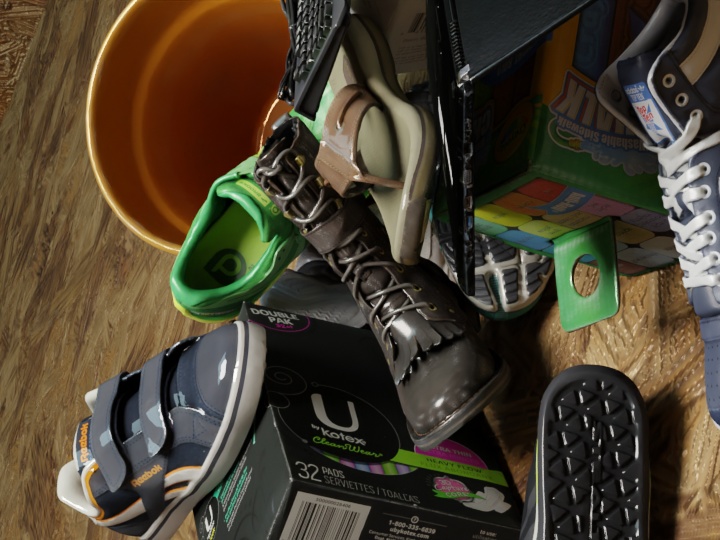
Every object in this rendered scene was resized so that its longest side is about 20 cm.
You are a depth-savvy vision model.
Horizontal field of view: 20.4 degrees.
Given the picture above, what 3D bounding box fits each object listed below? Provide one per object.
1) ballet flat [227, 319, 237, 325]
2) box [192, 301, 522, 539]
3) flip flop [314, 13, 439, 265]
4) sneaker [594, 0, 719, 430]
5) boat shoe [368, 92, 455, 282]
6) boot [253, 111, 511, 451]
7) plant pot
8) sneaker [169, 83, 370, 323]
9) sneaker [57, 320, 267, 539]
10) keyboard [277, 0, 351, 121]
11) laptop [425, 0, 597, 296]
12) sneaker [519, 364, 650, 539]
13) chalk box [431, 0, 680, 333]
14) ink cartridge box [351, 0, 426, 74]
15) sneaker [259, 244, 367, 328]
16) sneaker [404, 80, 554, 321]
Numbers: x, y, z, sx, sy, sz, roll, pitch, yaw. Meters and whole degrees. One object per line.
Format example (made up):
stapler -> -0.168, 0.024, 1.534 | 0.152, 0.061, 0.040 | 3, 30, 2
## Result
ballet flat -> -0.071, 0.123, 1.316 | 0.068, 0.067, 0.201 | -103, -7, -59
box -> -0.010, 0.130, 1.175 | 0.200, 0.147, 0.125 | -111, 40, -61
flip flop -> -0.001, -0.074, 1.087 | 0.201, 0.057, 0.082 | -111, 24, -48
sneaker -> 0.155, -0.032, 0.896 | 0.070, 0.108, 0.202 | 168, 116, -69
boat shoe -> 0.026, -0.023, 1.316 | 0.071, 0.069, 0.202 | 143, 138, -59
boot -> 0.000, 0.000, 1.128 | 0.069, 0.174, 0.200 | -38, 19, 8
plant pot -> -0.060, -0.101, 1.399 | 0.198, 0.183, 0.202 | -3, 84, 27
sneaker -> -0.045, -0.046, 1.236 | 0.201, 0.074, 0.084 | -52, -5, 5
sneaker -> -0.120, 0.095, 1.169 | 0.200, 0.079, 0.079 | 125, 154, -44
keyboard -> -0.027, -0.162, 1.150 | 0.201, 0.020, 0.128 | -88, 14, -46
laptop -> 0.086, -0.123, 0.938 | 0.178, 0.102, 0.201 | -95, 1, -46
sneaker -> 0.111, 0.145, 0.985 | 0.083, 0.071, 0.202 | 85, -164, -74
chalk box -> 0.119, -0.073, 1.009 | 0.125, 0.123, 0.202 | 154, 129, -66
ink cartridge box -> 0.078, -0.204, 1.125 | 0.200, 0.143, 0.085 | 121, 132, -60
sneaker -> -0.032, 0.055, 1.373 | 0.200, 0.075, 0.115 | -55, -20, -73
sneaker -> 0.075, -0.037, 1.218 | 0.201, 0.077, 0.080 | -104, 6, -49
